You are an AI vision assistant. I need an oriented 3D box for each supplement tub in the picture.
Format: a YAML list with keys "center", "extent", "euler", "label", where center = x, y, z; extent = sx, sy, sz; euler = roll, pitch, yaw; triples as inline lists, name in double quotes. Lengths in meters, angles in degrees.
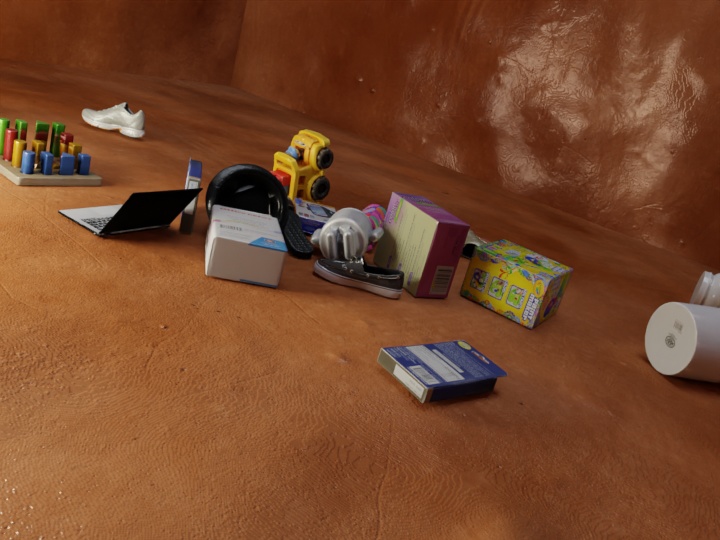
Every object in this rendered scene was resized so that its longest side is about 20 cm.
- center: [1.092, 0.096, 1.955]
  extent: [0.198, 0.147, 0.145]
  euler: [23, 20, 20]
  label: "supplement tub"

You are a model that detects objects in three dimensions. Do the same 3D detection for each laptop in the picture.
- center: [-0.461, -0.141, 1.337]
  extent: [0.198, 0.118, 0.186]
  euler: [25, 20, 24]
  label: "laptop"

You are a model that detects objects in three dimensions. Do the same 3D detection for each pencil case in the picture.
- center: [0.022, -0.116, 1.741]
  extent: [0.087, 0.090, 0.200]
  euler: [18, 21, 6]
  label: "pencil case"

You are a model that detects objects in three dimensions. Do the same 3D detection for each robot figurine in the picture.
- center: [-0.031, -0.080, 1.536]
  extent: [0.166, 0.115, 0.200]
  euler: [2, 17, 8]
  label: "robot figurine"

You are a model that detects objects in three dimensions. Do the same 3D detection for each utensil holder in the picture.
- center: [0.758, 0.162, 1.459]
  extent: [0.197, 0.173, 0.170]
  euler: [8, 20, -15]
  label: "utensil holder"

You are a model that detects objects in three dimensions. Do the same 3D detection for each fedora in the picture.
- center: [-0.265, -0.143, 1.499]
  extent: [0.198, 0.205, 0.091]
  euler: [4, -8, -33]
  label: "fedora"

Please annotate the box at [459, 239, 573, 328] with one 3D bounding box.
- center: [0.372, 0.025, 1.574]
  extent: [0.191, 0.124, 0.199]
  euler: [26, 20, 27]
  label: "box"

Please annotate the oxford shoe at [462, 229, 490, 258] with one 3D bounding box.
- center: [0.292, -0.083, 1.896]
  extent: [0.198, 0.072, 0.074]
  euler: [27, 27, 31]
  label: "oxford shoe"

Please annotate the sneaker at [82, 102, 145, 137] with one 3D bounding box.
- center: [-0.758, -0.481, 2.054]
  extent: [0.197, 0.093, 0.076]
  euler: [15, 18, -5]
  label: "sneaker"

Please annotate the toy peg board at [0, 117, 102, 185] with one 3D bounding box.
- center: [-0.724, -0.273, 1.513]
  extent: [0.198, 0.099, 0.199]
  euler: [28, 22, 32]
  label: "toy peg board"

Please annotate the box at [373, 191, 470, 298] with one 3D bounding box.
- center: [0.135, -0.060, 1.526]
  extent: [0.095, 0.179, 0.200]
  euler: [4, 22, -32]
  label: "box"

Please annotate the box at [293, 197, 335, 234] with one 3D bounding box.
- center: [-0.118, -0.136, 1.738]
  extent: [0.117, 0.042, 0.200]
  euler: [13, 17, -13]
  label: "box"

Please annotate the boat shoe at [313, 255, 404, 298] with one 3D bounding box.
- center: [0.000, 0.000, 1.412]
  extent: [0.197, 0.067, 0.070]
  euler: [18, 18, 3]
  label: "boat shoe"

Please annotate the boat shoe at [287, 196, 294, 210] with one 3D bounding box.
- center: [-0.222, -0.143, 1.650]
  extent: [0.072, 0.072, 0.199]
  euler: [55, 22, 14]
  label: "boat shoe"

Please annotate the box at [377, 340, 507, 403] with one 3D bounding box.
- center: [0.140, 0.163, 1.101]
  extent: [0.198, 0.033, 0.121]
  euler: [-1, 26, -39]
  label: "box"

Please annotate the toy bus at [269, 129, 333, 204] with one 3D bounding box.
- center: [-0.188, -0.281, 1.856]
  extent: [0.190, 0.203, 0.135]
  euler: [-15, 34, -44]
  label: "toy bus"

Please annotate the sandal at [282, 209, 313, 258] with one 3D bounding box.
- center: [-0.169, -0.084, 1.552]
  extent: [0.074, 0.048, 0.201]
  euler: [7, 34, -28]
  label: "sandal"

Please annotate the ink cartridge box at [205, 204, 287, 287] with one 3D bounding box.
- center: [-0.234, -0.052, 1.332]
  extent: [0.142, 0.086, 0.200]
  euler: [11, 21, -17]
  label: "ink cartridge box"

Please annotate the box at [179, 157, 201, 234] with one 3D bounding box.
- center: [-0.380, -0.173, 1.488]
  extent: [0.032, 0.123, 0.200]
  euler: [9, 20, -18]
  label: "box"
